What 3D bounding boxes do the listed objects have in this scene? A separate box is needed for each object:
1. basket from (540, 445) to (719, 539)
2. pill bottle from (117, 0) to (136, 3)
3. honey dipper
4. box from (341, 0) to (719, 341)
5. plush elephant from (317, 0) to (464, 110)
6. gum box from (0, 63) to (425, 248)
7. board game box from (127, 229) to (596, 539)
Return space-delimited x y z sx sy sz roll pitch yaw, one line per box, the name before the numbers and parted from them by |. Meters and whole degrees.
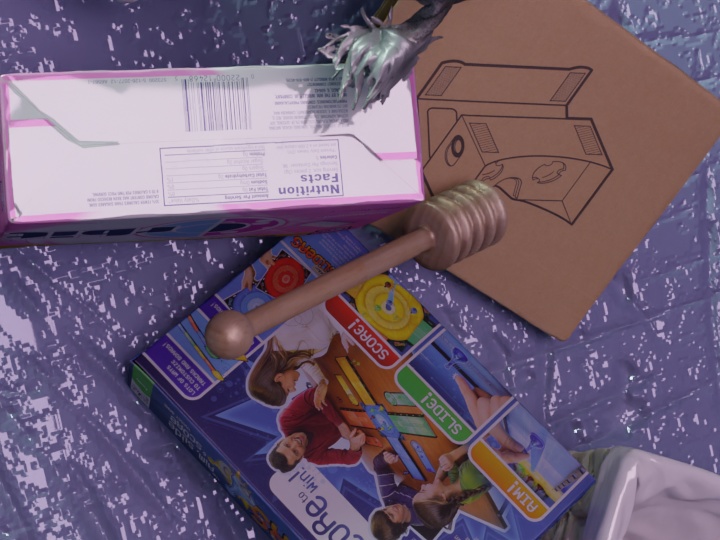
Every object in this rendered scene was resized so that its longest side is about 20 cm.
basket | 0.171 0.186 0.921 0.199 0.123 0.137 23 76 -24
pill bottle | -0.160 -0.225 0.779 0.199 0.119 0.120 31 73 -23
honey dipper | 0.000 0.000 0.825 0.199 0.038 0.038 -26 99 -44
box | 0.080 -0.072 0.909 0.199 0.021 0.164 31 102 -23
plush elephant | 0.008 -0.192 0.730 0.155 0.165 0.200 41 101 14
gum box | -0.071 -0.052 0.794 0.198 0.113 0.067 -3 86 -16
board game box | 0.000 0.080 0.840 0.135 0.035 0.200 -39 77 -24
